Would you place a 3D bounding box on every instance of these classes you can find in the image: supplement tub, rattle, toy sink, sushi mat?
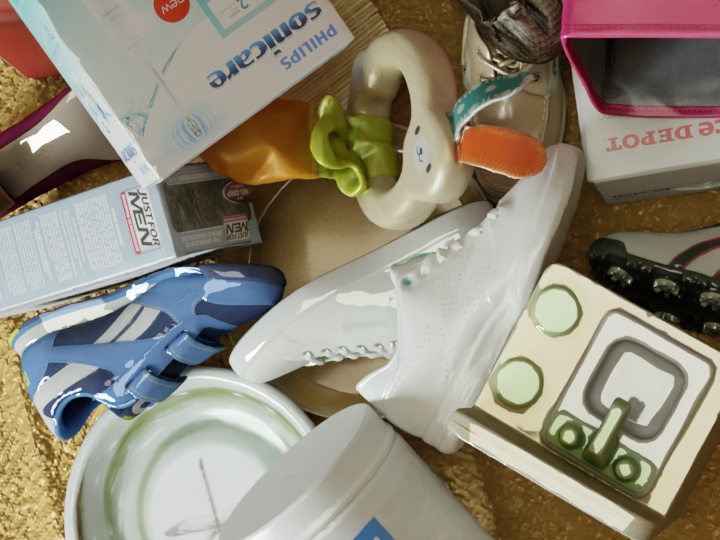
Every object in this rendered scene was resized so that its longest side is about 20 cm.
[{"bbox_3d":[0.023,0.197,1.083,0.132,0.132,0.200,-41,100,9],"label":"supplement tub"},{"bbox_3d":[0.003,-0.088,1.060,0.142,0.200,0.131,19,96,-25],"label":"rattle"},{"bbox_3d":[0.149,0.074,1.049,0.130,0.200,0.113,29,94,16],"label":"toy sink"},{"bbox_3d":[-0.065,-0.115,1.205,0.199,0.012,0.096,-35,57,11],"label":"sushi mat"}]

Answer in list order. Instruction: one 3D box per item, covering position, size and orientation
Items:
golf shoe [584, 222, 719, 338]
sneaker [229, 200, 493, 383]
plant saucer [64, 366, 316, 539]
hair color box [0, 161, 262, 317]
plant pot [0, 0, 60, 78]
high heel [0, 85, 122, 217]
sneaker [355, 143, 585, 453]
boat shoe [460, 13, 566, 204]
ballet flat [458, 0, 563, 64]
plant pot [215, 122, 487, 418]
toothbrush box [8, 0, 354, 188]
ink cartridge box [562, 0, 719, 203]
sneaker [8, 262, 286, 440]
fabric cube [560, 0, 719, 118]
[{"bbox_3d":[0.243,-0.004,1.104,0.199,0.077,0.089,11,69,14],"label":"golf shoe"},{"bbox_3d":[0.011,0.037,1.128,0.199,0.073,0.085,-29,77,11],"label":"sneaker"},{"bbox_3d":[-0.100,0.166,1.190,0.199,0.050,0.202,-1,86,15],"label":"plant saucer"},{"bbox_3d":[-0.176,-0.018,1.169,0.199,0.099,0.061,-15,89,31],"label":"hair color box"},{"bbox_3d":[-0.151,-0.240,1.168,0.175,0.200,0.202,1,87,2],"label":"plant pot"},{"bbox_3d":[-0.205,-0.098,1.239,0.199,0.096,0.068,-28,107,-5],"label":"high heel"},{"bbox_3d":[0.064,0.004,1.066,0.088,0.075,0.201,27,90,14],"label":"sneaker"},{"bbox_3d":[0.095,-0.143,1.148,0.071,0.064,0.202,-1,87,16],"label":"boat shoe"},{"bbox_3d":[0.060,-0.207,1.111,0.067,0.046,0.201,-46,63,28],"label":"ballet flat"},{"bbox_3d":[0.000,0.000,1.186,0.199,0.027,0.202,-1,86,16],"label":"plant pot"},{"bbox_3d":[-0.123,-0.171,1.039,0.146,0.085,0.201,-36,97,-12],"label":"toothbrush box"},{"bbox_3d":[0.204,-0.155,1.108,0.144,0.083,0.202,-9,83,14],"label":"ink cartridge box"},{"bbox_3d":[-0.133,0.050,1.151,0.199,0.074,0.083,-21,72,20],"label":"sneaker"},{"bbox_3d":[0.219,-0.200,0.965,0.195,0.200,0.201,1,83,13],"label":"fabric cube"}]
